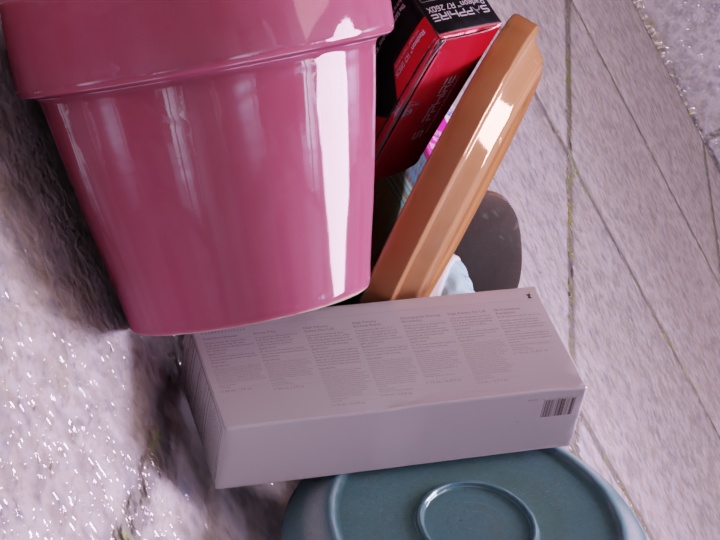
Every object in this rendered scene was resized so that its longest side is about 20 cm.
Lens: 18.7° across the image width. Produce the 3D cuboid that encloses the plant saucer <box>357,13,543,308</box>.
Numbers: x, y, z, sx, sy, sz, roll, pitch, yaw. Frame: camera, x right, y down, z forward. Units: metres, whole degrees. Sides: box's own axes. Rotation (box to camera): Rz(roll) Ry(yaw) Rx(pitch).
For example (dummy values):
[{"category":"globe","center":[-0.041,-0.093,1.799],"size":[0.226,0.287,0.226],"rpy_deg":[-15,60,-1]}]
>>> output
[{"category":"plant saucer","center":[0.054,-0.050,1.238],"size":[0.032,0.201,0.200],"rpy_deg":[27,19,3]}]

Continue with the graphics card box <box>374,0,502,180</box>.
[{"category":"graphics card box","center":[-0.010,-0.166,1.214],"size":[0.051,0.126,0.201],"rpy_deg":[-16,63,-34]}]

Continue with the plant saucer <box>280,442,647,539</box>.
[{"category":"plant saucer","center":[0.059,0.139,1.129],"size":[0.201,0.199,0.028],"rpy_deg":[-91,-171,-51]}]

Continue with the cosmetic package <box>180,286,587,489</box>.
[{"category":"cosmetic package","center":[0.011,0.061,1.155],"size":[0.083,0.199,0.051],"rpy_deg":[-112,-156,-43]}]

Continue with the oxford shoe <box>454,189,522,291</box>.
[{"category":"oxford shoe","center":[0.061,0.017,1.481],"size":[0.071,0.071,0.201],"rpy_deg":[-101,-162,-49]}]

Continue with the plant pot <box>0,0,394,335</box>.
[{"category":"plant pot","center":[-0.072,-0.068,1.117],"size":[0.200,0.199,0.180],"rpy_deg":[-32,113,-73]}]

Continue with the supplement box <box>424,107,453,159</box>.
[{"category":"supplement box","center":[0.003,-0.107,1.516],"size":[0.101,0.103,0.201],"rpy_deg":[14,55,-68]}]

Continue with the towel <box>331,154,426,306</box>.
[{"category":"towel","center":[0.000,0.000,1.303],"size":[0.147,0.022,0.201],"rpy_deg":[60,41,-67]}]

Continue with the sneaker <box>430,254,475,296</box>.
[{"category":"sneaker","center":[0.060,0.050,1.334],"size":[0.081,0.074,0.200],"rpy_deg":[19,26,-1]}]
